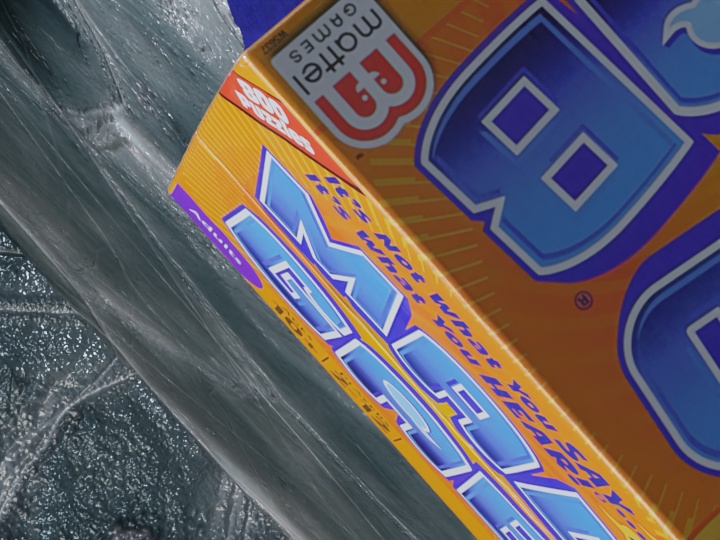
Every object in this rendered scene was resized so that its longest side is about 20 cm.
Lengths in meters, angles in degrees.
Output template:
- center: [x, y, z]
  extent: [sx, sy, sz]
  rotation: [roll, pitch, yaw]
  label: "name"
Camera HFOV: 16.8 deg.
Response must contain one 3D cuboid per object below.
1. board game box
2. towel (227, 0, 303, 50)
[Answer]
- center: [0.092, -0.029, 0.690]
  extent: [0.200, 0.200, 0.200]
  rotation: [48, 167, 0]
  label: "board game box"
- center: [0.004, -0.082, 1.032]
  extent: [0.148, 0.049, 0.200]
  rotation: [12, 121, 56]
  label: "towel"
